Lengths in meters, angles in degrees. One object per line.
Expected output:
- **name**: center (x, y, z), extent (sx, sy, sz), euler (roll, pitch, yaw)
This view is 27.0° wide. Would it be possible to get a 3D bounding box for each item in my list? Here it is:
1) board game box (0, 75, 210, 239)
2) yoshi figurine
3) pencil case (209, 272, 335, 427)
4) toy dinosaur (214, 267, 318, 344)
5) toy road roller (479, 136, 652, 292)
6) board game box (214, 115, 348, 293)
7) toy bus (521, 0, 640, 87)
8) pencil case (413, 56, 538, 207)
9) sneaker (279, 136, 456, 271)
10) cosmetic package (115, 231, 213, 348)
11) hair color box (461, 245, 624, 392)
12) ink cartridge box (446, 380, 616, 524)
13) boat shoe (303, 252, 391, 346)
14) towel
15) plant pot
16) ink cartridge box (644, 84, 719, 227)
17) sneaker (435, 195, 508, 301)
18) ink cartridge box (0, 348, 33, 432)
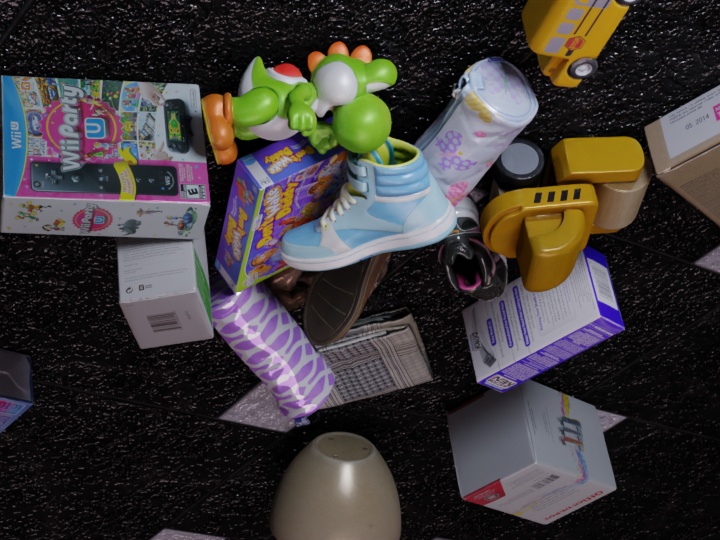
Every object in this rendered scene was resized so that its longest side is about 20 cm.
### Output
- **board game box**: center (-0.255, -0.112, 1.479), extent (0.198, 0.149, 0.064), euler (0, 148, -16)
- **yoshi figurine**: center (-0.052, -0.148, 1.490), extent (0.198, 0.113, 0.113), euler (-17, 130, -4)
- **pencil case**: center (-0.110, 0.085, 1.755), extent (0.085, 0.084, 0.201), euler (-15, 121, 36)
- **toy dinosaur**: center (-0.120, 0.032, 1.809), extent (0.134, 0.086, 0.200), euler (14, 136, -22)
- **toy road roller**: center (0.233, -0.059, 1.688), extent (0.198, 0.147, 0.123), euler (-5, 148, -7)
- **board game box**: center (-0.081, -0.070, 1.633), extent (0.134, 0.045, 0.201), euler (-27, 157, -27)
- **toy bus**: center (0.214, -0.264, 1.436), extent (0.078, 0.066, 0.200), euler (4, 146, -19)
- **pencil case**: center (0.106, -0.136, 1.592), extent (0.090, 0.084, 0.200), euler (-6, 152, -32)
- **sneaker**: center (-0.009, -0.079, 1.582), extent (0.198, 0.080, 0.131), euler (-14, 122, 16)
- **cosmetic package**: center (-0.208, -0.034, 1.563), extent (0.084, 0.202, 0.108), euler (-8, 151, 2)
- **hair color box**: center (0.231, 0.063, 1.915), extent (0.199, 0.110, 0.065), euler (-30, 144, 30)
- **ink cartridge box**: center (0.252, 0.267, 2.210), extent (0.145, 0.146, 0.199), euler (-33, 141, 32)
- **boat shoe**: center (0.000, 0.000, 1.735), extent (0.068, 0.072, 0.201), euler (-10, 133, -54)
- **towel**: center (-0.005, 0.126, 2.026), extent (0.191, 0.035, 0.200), euler (-13, 147, 7)
- **plant pot**: center (-0.032, 0.318, 2.208), extent (0.198, 0.200, 0.136), euler (0, 112, -15)
- **ink cartridge box**: center (0.444, -0.146, 1.673), extent (0.199, 0.076, 0.164), euler (-28, 142, 29)
- **sneaker**: center (0.128, -0.004, 1.806), extent (0.080, 0.087, 0.200), euler (-18, 148, 17)
- **ink cartridge box**: center (-0.527, 0.171, 1.926), extent (0.136, 0.077, 0.200), euler (18, 141, -36)
